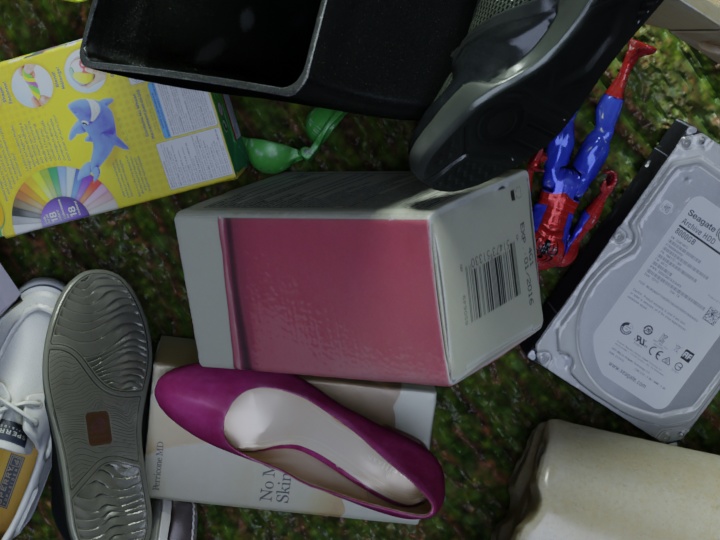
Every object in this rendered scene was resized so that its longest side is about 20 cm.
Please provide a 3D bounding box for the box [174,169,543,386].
[{"bbox_3d":[0.000,0.000,0.972,0.199,0.128,0.109,2,106,35],"label":"box"}]

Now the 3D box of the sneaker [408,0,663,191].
[{"bbox_3d":[0.087,-0.142,0.870,0.076,0.114,0.200,23,111,-47],"label":"sneaker"}]

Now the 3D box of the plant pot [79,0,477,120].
[{"bbox_3d":[-0.021,-0.184,0.910,0.177,0.199,0.201,19,86,-47],"label":"plant pot"}]

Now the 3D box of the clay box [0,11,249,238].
[{"bbox_3d":[-0.187,-0.096,1.015,0.199,0.048,0.115,-13,105,13],"label":"clay box"}]

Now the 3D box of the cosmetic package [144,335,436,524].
[{"bbox_3d":[-0.052,0.113,1.069,0.199,0.071,0.106,5,103,-4],"label":"cosmetic package"}]

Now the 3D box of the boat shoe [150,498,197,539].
[{"bbox_3d":[-0.130,0.252,1.098,0.059,0.072,0.201,3,106,-10],"label":"boat shoe"}]

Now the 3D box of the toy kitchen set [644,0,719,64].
[{"bbox_3d":[0.157,-0.151,0.982,0.180,0.200,0.164,19,84,-43],"label":"toy kitchen set"}]

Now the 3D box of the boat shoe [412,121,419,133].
[{"bbox_3d":[0.073,-0.039,1.047,0.064,0.071,0.201,-4,109,-11],"label":"boat shoe"}]

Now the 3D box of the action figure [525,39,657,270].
[{"bbox_3d":[0.145,-0.069,1.052,0.065,0.052,0.201,16,103,-11],"label":"action figure"}]

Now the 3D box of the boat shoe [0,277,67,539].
[{"bbox_3d":[-0.242,0.105,1.058,0.071,0.070,0.201,18,101,-7],"label":"boat shoe"}]

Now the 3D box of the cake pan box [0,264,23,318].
[{"bbox_3d":[-0.355,-0.009,1.020,0.199,0.052,0.185,-26,105,16],"label":"cake pan box"}]

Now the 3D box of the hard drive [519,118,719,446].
[{"bbox_3d":[0.226,0.012,1.073,0.139,0.038,0.200,33,98,-14],"label":"hard drive"}]

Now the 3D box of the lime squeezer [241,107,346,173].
[{"bbox_3d":[-0.044,-0.108,1.045,0.199,0.038,0.071,-18,71,2],"label":"lime squeezer"}]

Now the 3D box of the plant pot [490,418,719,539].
[{"bbox_3d":[0.192,0.193,1.044,0.183,0.200,0.201,20,101,0],"label":"plant pot"}]

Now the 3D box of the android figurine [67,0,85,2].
[{"bbox_3d":[-0.159,-0.252,0.997,0.199,0.041,0.183,-19,103,1],"label":"android figurine"}]

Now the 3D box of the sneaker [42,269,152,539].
[{"bbox_3d":[-0.190,0.105,1.038,0.074,0.106,0.201,2,78,-21],"label":"sneaker"}]

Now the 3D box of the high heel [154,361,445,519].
[{"bbox_3d":[-0.041,0.114,0.983,0.199,0.096,0.068,24,99,-8],"label":"high heel"}]
